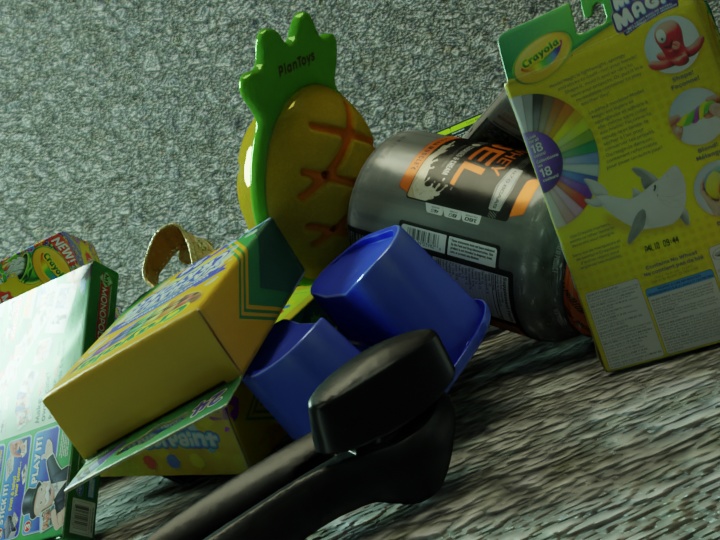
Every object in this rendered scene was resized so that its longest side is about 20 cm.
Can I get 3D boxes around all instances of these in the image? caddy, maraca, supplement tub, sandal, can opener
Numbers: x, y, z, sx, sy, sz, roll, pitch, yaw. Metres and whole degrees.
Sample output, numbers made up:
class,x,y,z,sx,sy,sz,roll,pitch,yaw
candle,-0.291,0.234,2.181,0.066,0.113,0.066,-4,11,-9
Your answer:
class,x,y,z,sx,sy,sz,roll,pitch,yaw
caddy,0.005,0.056,0.644,0.141,0.105,0.200,-45,8,-12
maraca,-0.041,-0.087,0.769,0.105,0.203,0.137,6,29,30
supplement tub,0.097,-0.024,0.711,0.198,0.125,0.122,17,27,38
sandal,-0.151,-0.004,0.860,0.076,0.071,0.212,-15,16,16
can opener,-0.036,0.102,0.471,0.198,0.080,0.063,-32,14,-17

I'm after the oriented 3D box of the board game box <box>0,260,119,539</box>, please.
class,x,y,z,sx,sy,sz,roll,pitch,yaw
board game box,-0.239,0.106,0.746,0.133,0.203,0.029,-20,-33,32

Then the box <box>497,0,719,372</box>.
class,x,y,z,sx,sy,sz,roll,pitch,yaw
box,0.159,-0.057,0.567,0.116,0.203,0.048,-19,3,29

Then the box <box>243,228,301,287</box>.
class,x,y,z,sx,sy,sz,roll,pitch,yaw
box,0.000,0.000,0.940,0.196,0.099,0.176,3,-17,-20

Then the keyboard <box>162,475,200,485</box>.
class,x,y,z,sx,sy,sz,roll,pitch,yaw
keyboard,-0.075,0.120,0.832,0.198,0.040,0.103,-29,18,-28

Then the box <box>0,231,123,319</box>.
class,x,y,z,sx,sy,sz,roll,pitch,yaw
box,-0.313,0.100,0.974,0.190,0.203,0.122,-26,-4,-3

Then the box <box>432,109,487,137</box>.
class,x,y,z,sx,sy,sz,roll,pitch,yaw
box,0.098,-0.055,1.138,0.197,0.197,0.047,-21,-17,24

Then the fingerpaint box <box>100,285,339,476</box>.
class,x,y,z,sx,sy,sz,roll,pitch,yaw
fingerpaint box,-0.125,0.086,0.798,0.197,0.074,0.167,-9,19,34

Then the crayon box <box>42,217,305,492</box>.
class,x,y,z,sx,sy,sz,roll,pitch,yaw
crayon box,-0.117,0.045,0.656,0.124,0.052,0.200,-29,14,19

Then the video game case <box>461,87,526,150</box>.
class,x,y,z,sx,sy,sz,roll,pitch,yaw
video game case,0.174,-0.064,0.726,0.024,0.198,0.182,-61,4,-14
